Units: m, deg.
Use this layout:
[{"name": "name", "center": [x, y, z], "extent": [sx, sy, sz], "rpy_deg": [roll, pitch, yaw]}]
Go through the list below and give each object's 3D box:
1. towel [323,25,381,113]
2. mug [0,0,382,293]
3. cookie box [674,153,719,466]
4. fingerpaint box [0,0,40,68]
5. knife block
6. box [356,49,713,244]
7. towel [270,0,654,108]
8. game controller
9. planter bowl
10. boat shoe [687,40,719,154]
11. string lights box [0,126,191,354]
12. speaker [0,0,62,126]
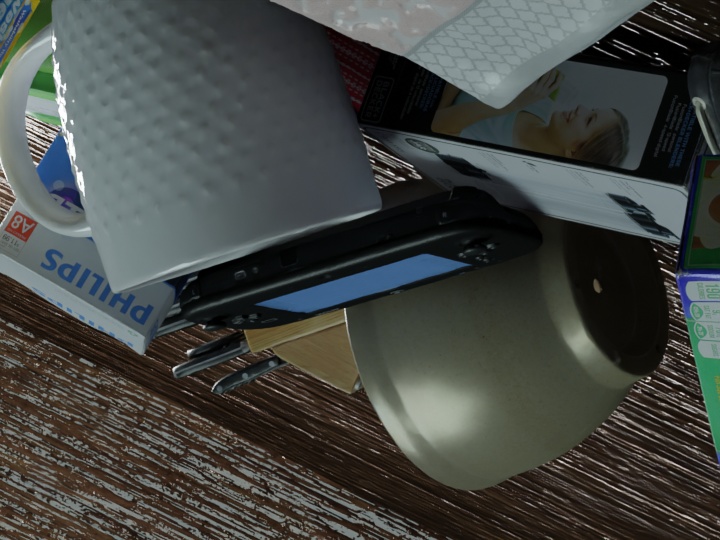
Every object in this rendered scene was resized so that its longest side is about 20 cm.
[{"name": "towel", "center": [-0.040, -0.156, 1.130], "extent": [0.145, 0.022, 0.200], "rpy_deg": [29, 165, -1]}, {"name": "mug", "center": [-0.106, -0.086, 1.041], "extent": [0.200, 0.175, 0.148], "rpy_deg": [-18, 180, 27]}, {"name": "cookie box", "center": [0.253, 0.027, 0.883], "extent": [0.200, 0.075, 0.171], "rpy_deg": [0, 142, 19]}, {"name": "fingerpaint box", "center": [-0.213, -0.177, 0.994], "extent": [0.073, 0.200, 0.167], "rpy_deg": [24, 166, 16]}, {"name": "knife block", "center": [-0.050, -0.001, 1.365], "extent": [0.175, 0.200, 0.064], "rpy_deg": [28, -163, 15]}, {"name": "box", "center": [0.112, -0.067, 1.041], "extent": [0.200, 0.060, 0.117], "rpy_deg": [14, 170, 36]}, {"name": "towel", "center": [0.032, -0.146, 0.863], "extent": [0.191, 0.032, 0.200], "rpy_deg": [23, 155, -20]}, {"name": "game controller", "center": [0.000, 0.000, 1.119], "extent": [0.200, 0.042, 0.104], "rpy_deg": [-16, 158, 26]}, {"name": "planter bowl", "center": [0.102, 0.022, 1.223], "extent": [0.135, 0.200, 0.200], "rpy_deg": [-19, 139, 35]}, {"name": "boat shoe", "center": [0.216, -0.041, 0.960], "extent": [0.060, 0.074, 0.200], "rpy_deg": [15, 159, 42]}, {"name": "string lights box", "center": [-0.116, -0.065, 1.137], "extent": [0.103, 0.200, 0.059], "rpy_deg": [30, 165, -1]}, {"name": "speaker", "center": [-0.173, -0.136, 1.323], "extent": [0.200, 0.088, 0.088], "rpy_deg": [15, 162, 41]}]
